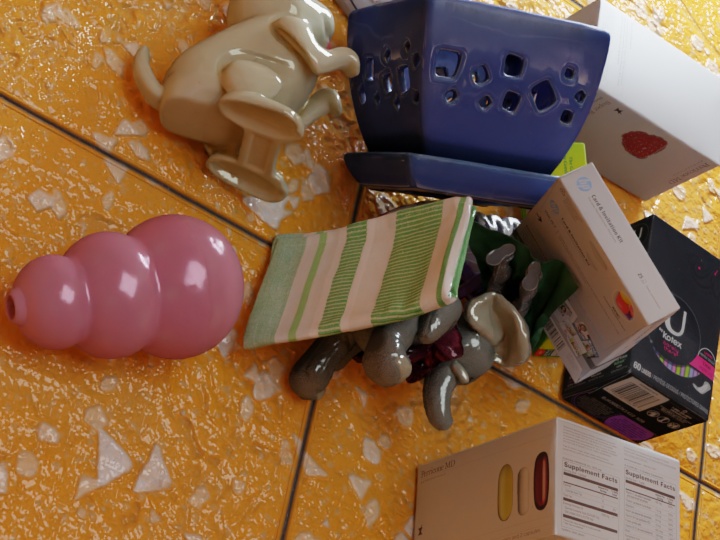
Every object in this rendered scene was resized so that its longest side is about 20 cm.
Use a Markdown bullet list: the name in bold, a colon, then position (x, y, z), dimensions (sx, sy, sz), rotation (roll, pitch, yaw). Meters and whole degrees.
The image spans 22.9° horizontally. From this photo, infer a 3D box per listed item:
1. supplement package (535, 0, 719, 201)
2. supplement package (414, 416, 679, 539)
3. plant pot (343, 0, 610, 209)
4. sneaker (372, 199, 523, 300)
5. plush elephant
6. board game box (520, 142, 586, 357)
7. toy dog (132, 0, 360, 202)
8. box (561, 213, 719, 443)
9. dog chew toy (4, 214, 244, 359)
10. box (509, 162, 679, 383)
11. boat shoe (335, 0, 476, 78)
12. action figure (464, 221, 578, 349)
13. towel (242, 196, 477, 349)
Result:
- **supplement package**: position (0.291, -0.185, 1.966), dimensions (0.200, 0.121, 0.120), rotation (27, 56, -27)
- **supplement package**: position (0.169, 0.227, 1.641), dimensions (0.156, 0.200, 0.111), rotation (21, 60, -31)
- **plant pot**: position (0.100, -0.157, 1.718), dimensions (0.200, 0.200, 0.180), rotation (8, 90, -22)
- **sneaker**: position (0.096, -0.015, 1.771), dimensions (0.200, 0.080, 0.089), rotation (11, 73, -37)
- **plush elephant**: position (0.058, 0.071, 1.640), dimensions (0.155, 0.165, 0.200), rotation (42, 53, -22)
- **board game box**: position (0.204, -0.021, 1.834), dimensions (0.048, 0.102, 0.200), rotation (1, 69, -10)
- **toy dog**: position (-0.097, -0.191, 1.665), dimensions (0.194, 0.140, 0.200), rotation (18, 55, 10)
- **box**: position (0.303, 0.062, 1.883), dimensions (0.122, 0.106, 0.200), rotation (31, 54, -26)
- **dog chew toy**: position (-0.200, 0.019, 1.490), dimensions (0.200, 0.125, 0.125), rotation (-8, 77, -32)
- **box**: position (0.208, 0.006, 1.659), dimensions (0.041, 0.200, 0.156), rotation (-26, 78, -18)
- **boat shoe**: position (0.047, -0.266, 1.838), dimensions (0.200, 0.067, 0.074), rotation (46, 50, -15)
- **action figure**: position (0.141, 0.038, 1.717), dimensions (0.118, 0.200, 0.055), rotation (37, 67, 16)
- **towel**: position (0.000, 0.000, 1.593), dimensions (0.153, 0.200, 0.023), rotation (-75, 147, -48)
